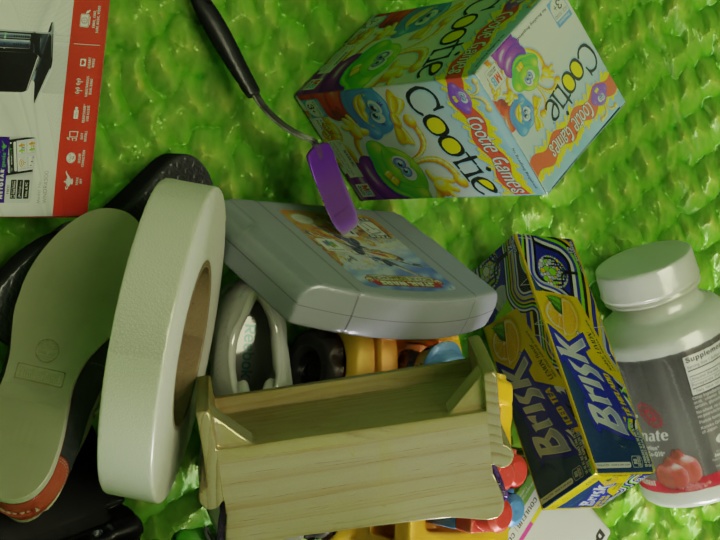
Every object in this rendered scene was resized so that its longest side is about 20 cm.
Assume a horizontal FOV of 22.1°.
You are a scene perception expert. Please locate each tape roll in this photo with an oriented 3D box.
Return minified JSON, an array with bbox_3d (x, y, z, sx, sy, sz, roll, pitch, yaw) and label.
[{"bbox_3d":[-0.122,0.043,1.153,0.037,0.203,0.205,11,82,4],"label":"tape roll"}]

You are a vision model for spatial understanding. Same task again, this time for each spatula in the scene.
[{"bbox_3d":[-0.060,-0.112,1.278,0.201,0.020,0.057,53,21,-2],"label":"spatula"}]

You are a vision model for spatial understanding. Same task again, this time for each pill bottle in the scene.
[{"bbox_3d":[0.258,0.083,1.509,0.110,0.110,0.202,-28,107,-35],"label":"pill bottle"}]

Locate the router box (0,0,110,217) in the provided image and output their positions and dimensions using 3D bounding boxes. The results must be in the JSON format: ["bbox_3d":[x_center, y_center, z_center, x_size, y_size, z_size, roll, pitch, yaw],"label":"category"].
[{"bbox_3d":[-0.244,-0.133,1.120,0.178,0.049,0.202,-3,106,-38],"label":"router box"}]

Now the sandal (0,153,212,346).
[{"bbox_3d":[-0.174,-0.008,1.216,0.200,0.043,0.077,-39,121,-40],"label":"sandal"}]

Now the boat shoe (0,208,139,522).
[{"bbox_3d":[-0.183,0.058,1.140,0.063,0.071,0.201,83,23,-67],"label":"boat shoe"}]

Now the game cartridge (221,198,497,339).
[{"bbox_3d":[0.000,0.000,1.282,0.199,0.133,0.042,3,115,-46],"label":"game cartridge"}]

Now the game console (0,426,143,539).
[{"bbox_3d":[-0.251,0.182,1.166,0.199,0.116,0.177,-17,130,-36],"label":"game console"}]

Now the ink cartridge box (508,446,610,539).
[{"bbox_3d":[0.137,0.256,1.437,0.200,0.075,0.148,49,62,-26],"label":"ink cartridge box"}]

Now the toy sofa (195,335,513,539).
[{"bbox_3d":[-0.006,0.110,1.175,0.198,0.083,0.099,-9,105,-2],"label":"toy sofa"}]

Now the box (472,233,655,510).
[{"bbox_3d":[0.149,0.076,1.393,0.064,0.070,0.201,3,59,-37],"label":"box"}]

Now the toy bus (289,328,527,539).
[{"bbox_3d":[0.047,0.117,1.293,0.135,0.191,0.202,4,87,-37],"label":"toy bus"}]

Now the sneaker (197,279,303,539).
[{"bbox_3d":[-0.073,0.106,1.252,0.075,0.088,0.202,-6,89,-12],"label":"sneaker"}]

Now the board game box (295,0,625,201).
[{"bbox_3d":[0.067,-0.122,1.300,0.105,0.199,0.103,-48,118,-28],"label":"board game box"}]

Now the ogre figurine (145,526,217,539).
[{"bbox_3d":[-0.154,0.243,1.117,0.199,0.098,0.120,-16,71,-46],"label":"ogre figurine"}]
